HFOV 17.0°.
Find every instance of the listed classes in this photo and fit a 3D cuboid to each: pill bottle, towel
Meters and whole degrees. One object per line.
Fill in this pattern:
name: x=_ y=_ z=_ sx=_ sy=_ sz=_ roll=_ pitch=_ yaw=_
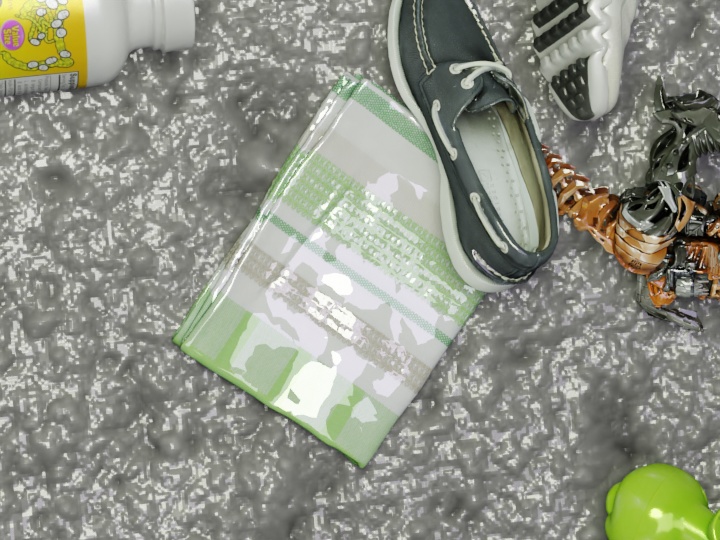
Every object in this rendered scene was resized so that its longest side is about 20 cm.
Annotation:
pill bottle: x=-0.198 y=-0.152 z=1.372 sx=0.200 sy=0.104 sz=0.104 roll=-8 pitch=95 yaw=-10
towel: x=0.000 y=0.000 z=1.456 sx=0.149 sy=0.031 sz=0.200 roll=34 pitch=87 yaw=-10

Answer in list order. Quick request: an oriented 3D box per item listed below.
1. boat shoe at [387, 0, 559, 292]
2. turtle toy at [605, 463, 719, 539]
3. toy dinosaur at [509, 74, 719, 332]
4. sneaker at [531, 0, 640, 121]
boat shoe: x=0.072 y=-0.089 z=1.425 sx=0.076 sy=0.060 sz=0.200 roll=-14 pitch=80 yaw=-30
turtle toy: x=0.236 y=0.192 z=1.475 sx=0.200 sy=0.101 sz=0.146 roll=44 pitch=62 yaw=-7
toy dinosaur: x=0.189 y=-0.038 z=1.462 sx=0.200 sy=0.102 sz=0.136 roll=19 pitch=105 yaw=-21
sneaker: x=0.150 y=-0.186 z=1.442 sx=0.081 sy=0.075 sz=0.200 roll=7 pitch=78 yaw=-26
